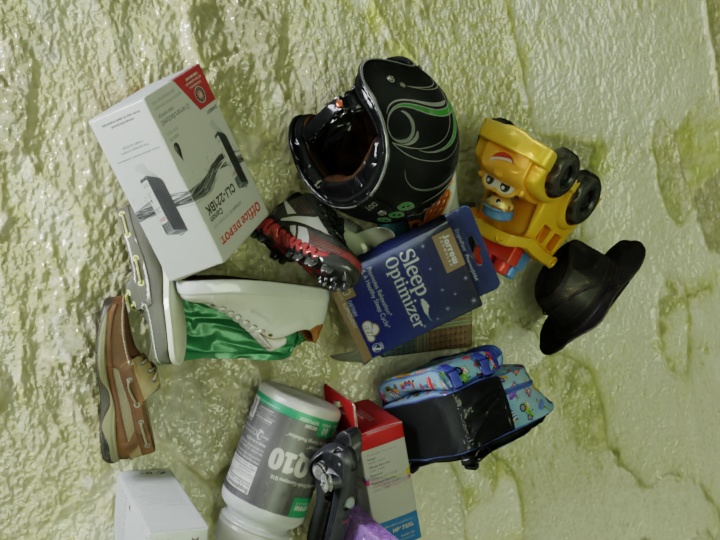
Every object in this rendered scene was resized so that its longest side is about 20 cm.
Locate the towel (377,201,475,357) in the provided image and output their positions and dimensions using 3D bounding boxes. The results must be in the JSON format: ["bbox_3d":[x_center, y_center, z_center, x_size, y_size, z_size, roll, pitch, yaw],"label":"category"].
[{"bbox_3d":[0.089,0.011,1.374,0.144,0.022,0.204,-4,100,-22],"label":"towel"}]

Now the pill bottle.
[{"bbox_3d":[-0.108,0.252,1.275,0.112,0.113,0.203,20,90,-24],"label":"pill bottle"}]

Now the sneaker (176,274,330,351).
[{"bbox_3d":[-0.125,0.052,1.199,0.197,0.072,0.086,8,90,-30],"label":"sneaker"}]

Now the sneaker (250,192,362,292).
[{"bbox_3d":[-0.051,-0.042,1.211,0.098,0.200,0.071,-49,127,-10],"label":"sneaker"}]

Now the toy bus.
[{"bbox_3d":[0.200,-0.078,1.321,0.194,0.135,0.199,-58,146,3],"label":"toy bus"}]

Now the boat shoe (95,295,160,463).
[{"bbox_3d":[-0.275,0.130,1.205,0.072,0.076,0.204,-1,107,-9],"label":"boat shoe"}]

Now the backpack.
[{"bbox_3d":[0.148,0.174,1.341,0.198,0.182,0.137,-17,87,-34],"label":"backpack"}]

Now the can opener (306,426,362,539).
[{"bbox_3d":[-0.033,0.290,1.245,0.078,0.063,0.203,-12,122,-39],"label":"can opener"}]

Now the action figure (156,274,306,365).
[{"bbox_3d":[-0.150,0.069,1.262,0.196,0.055,0.121,10,92,-20],"label":"action figure"}]

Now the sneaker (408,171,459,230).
[{"bbox_3d":[0.103,-0.061,1.327,0.092,0.074,0.204,14,76,-63],"label":"sneaker"}]

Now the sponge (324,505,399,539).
[{"bbox_3d":[-0.009,0.361,1.284,0.029,0.199,0.114,1,96,-24],"label":"sponge"}]

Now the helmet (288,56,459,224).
[{"bbox_3d":[0.028,-0.158,1.227,0.189,0.197,0.204,-11,104,-52],"label":"helmet"}]

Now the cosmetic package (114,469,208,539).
[{"bbox_3d":[-0.235,0.312,1.182,0.073,0.199,0.104,0,97,-22],"label":"cosmetic package"}]

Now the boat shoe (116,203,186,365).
[{"bbox_3d":[-0.243,0.015,1.180,0.059,0.072,0.205,-11,74,-1],"label":"boat shoe"}]

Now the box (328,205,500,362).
[{"bbox_3d":[0.067,0.015,1.240,0.197,0.032,0.123,-26,109,0],"label":"box"}]

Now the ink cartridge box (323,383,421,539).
[{"bbox_3d":[0.013,0.247,1.323,0.066,0.116,0.204,-14,103,-20],"label":"ink cartridge box"}]

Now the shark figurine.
[{"bbox_3d":[0.016,0.016,1.302,0.089,0.126,0.219,-24,101,-62],"label":"shark figurine"}]

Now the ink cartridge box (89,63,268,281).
[{"bbox_3d":[-0.201,-0.112,1.160,0.082,0.145,0.203,-15,110,24],"label":"ink cartridge box"}]

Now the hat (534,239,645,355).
[{"bbox_3d":[0.290,0.014,1.381,0.081,0.200,0.201,40,81,-6],"label":"hat"}]
